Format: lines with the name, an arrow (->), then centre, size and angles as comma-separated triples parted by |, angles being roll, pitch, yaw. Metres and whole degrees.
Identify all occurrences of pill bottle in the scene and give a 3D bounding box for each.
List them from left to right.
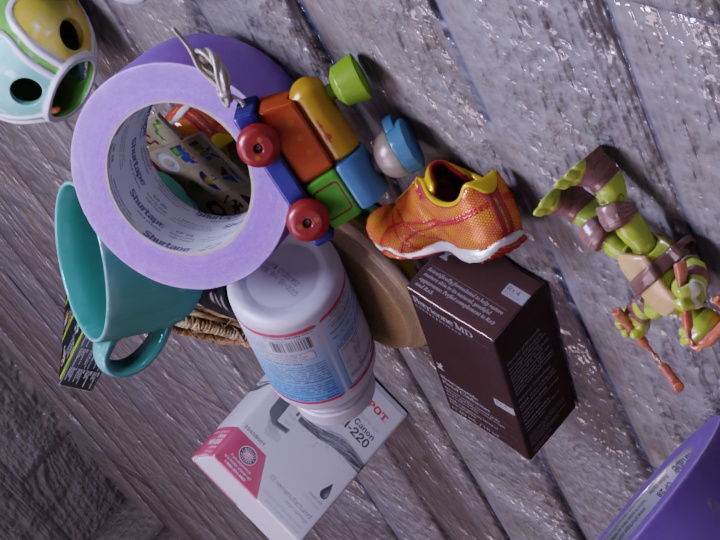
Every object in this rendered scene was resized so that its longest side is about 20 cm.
pill bottle -> -0.047, 0.058, 1.538 | 0.108, 0.109, 0.201 | 32, 158, 31

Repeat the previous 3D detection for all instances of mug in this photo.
mug -> -0.213, -0.009, 1.576 | 0.153, 0.113, 0.186 | 64, 152, 27

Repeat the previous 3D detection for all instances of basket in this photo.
basket -> -0.166, 0.046, 1.859 | 0.143, 0.149, 0.200 | 49, 161, -17

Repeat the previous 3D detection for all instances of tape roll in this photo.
tape roll -> -0.138, -0.092, 1.412 | 0.198, 0.085, 0.202 | 8, 117, 16
tape roll -> 0.238, 0.212, 1.257 | 0.085, 0.200, 0.200 | 40, 162, 7

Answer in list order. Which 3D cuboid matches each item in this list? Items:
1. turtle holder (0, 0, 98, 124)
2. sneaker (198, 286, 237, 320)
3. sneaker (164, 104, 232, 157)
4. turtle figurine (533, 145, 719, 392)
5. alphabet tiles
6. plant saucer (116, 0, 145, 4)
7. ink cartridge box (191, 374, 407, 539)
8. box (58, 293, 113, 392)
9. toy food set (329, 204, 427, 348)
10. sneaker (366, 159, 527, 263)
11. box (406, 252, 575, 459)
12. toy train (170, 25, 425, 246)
turtle holder -> -0.315, -0.229, 1.621 | 0.131, 0.186, 0.141 | 38, -166, 16
sneaker -> -0.079, 0.031, 1.648 | 0.198, 0.071, 0.099 | 14, -178, -30
sneaker -> -0.165, -0.094, 1.641 | 0.077, 0.073, 0.200 | 43, 162, 7
turtle figurine -> 0.193, -0.006, 1.106 | 0.162, 0.064, 0.200 | 50, 171, 6
alphabet tiles -> -0.166, -0.079, 1.585 | 0.166, 0.006, 0.199 | 45, 151, -22
plant saucer -> -0.229, -0.308, 1.355 | 0.200, 0.050, 0.200 | 39, 162, 15
ink cartridge box -> -0.066, 0.186, 1.874 | 0.146, 0.200, 0.085 | 46, 157, -10
box -> -0.283, 0.000, 1.852 | 0.047, 0.195, 0.201 | 12, 137, -21
toy food set -> 0.000, 0.000, 1.562 | 0.197, 0.049, 0.201 | 24, 153, 46
sneaker -> 0.064, -0.051, 1.310 | 0.199, 0.073, 0.078 | -2, 110, 61
box -> 0.115, 0.068, 1.429 | 0.100, 0.075, 0.201 | 32, 157, 33
toy train -> -0.044, -0.130, 1.276 | 0.201, 0.115, 0.085 | 57, -168, -19
